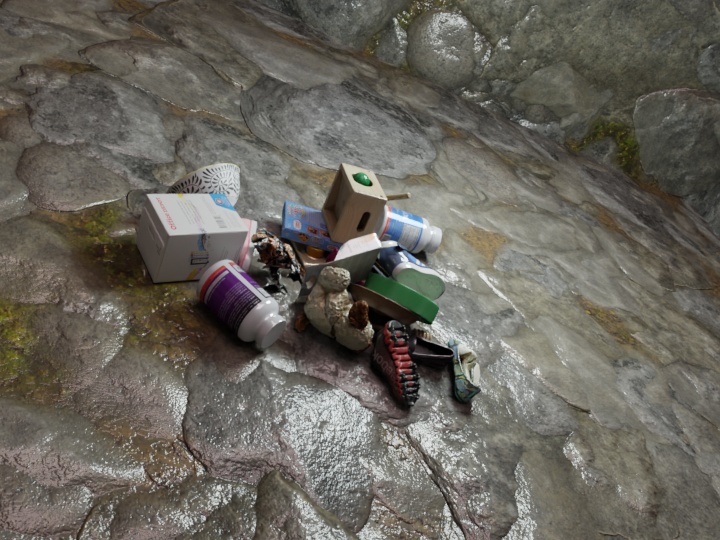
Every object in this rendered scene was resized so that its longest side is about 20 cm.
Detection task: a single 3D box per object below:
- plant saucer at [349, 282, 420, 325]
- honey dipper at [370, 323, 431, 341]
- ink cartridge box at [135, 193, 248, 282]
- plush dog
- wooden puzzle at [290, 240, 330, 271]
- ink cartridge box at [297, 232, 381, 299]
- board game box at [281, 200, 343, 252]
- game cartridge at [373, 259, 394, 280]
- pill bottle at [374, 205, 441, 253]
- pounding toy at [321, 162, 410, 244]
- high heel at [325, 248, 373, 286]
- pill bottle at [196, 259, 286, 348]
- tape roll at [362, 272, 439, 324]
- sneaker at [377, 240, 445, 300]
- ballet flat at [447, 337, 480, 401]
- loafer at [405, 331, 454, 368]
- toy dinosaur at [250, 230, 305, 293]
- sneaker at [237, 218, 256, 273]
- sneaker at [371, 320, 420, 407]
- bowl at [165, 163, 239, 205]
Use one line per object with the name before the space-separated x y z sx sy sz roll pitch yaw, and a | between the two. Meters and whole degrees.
plant saucer | 0.053 0.091 1.597 0.198 0.037 0.200 26 -6 3
honey dipper | 0.084 0.151 1.618 0.197 0.038 0.038 15 35 -14
ink cartridge box | -0.391 -0.077 1.478 0.198 0.146 0.148 -5 45 -40
plush dog | -0.044 0.114 1.482 0.171 0.201 0.161 33 66 25
wooden puzzle | -0.100 -0.074 1.773 0.183 0.047 0.201 5 40 -32
ink cartridge box | -0.059 -0.009 1.566 0.198 0.163 0.051 -14 64 -23
board game box | -0.116 -0.115 1.748 0.198 0.037 0.152 17 31 -16
game cartridge | 0.078 0.000 1.754 0.133 0.041 0.200 27 15 -50
pill bottle | 0.140 -0.117 1.944 0.198 0.113 0.113 16 35 -18
pounding toy | 0.009 -0.179 1.705 0.141 0.201 0.185 12 32 -25
high heel | 0.000 0.000 1.700 0.198 0.097 0.068 8 38 -27
pill bottle | -0.257 0.076 1.401 0.200 0.113 0.112 40 35 17
tape roll | 0.100 0.072 1.617 0.199 0.049 0.200 26 -6 3
sneaker | 0.123 -0.012 1.632 0.199 0.081 0.147 26 22 -43
ballet flat | 0.264 0.237 1.597 0.073 0.075 0.201 16 38 -17
loafer | 0.138 0.184 1.572 0.198 0.063 0.073 19 56 -15
toy dinosaur | -0.190 -0.027 1.570 0.198 0.102 0.137 12 51 -40
sneaker | -0.314 -0.067 1.588 0.103 0.076 0.201 14 33 -16
sneaker | 0.076 0.224 1.486 0.070 0.097 0.203 8 60 -47
bowl | -0.380 -0.177 1.615 0.199 0.200 0.095 -16 77 -46
